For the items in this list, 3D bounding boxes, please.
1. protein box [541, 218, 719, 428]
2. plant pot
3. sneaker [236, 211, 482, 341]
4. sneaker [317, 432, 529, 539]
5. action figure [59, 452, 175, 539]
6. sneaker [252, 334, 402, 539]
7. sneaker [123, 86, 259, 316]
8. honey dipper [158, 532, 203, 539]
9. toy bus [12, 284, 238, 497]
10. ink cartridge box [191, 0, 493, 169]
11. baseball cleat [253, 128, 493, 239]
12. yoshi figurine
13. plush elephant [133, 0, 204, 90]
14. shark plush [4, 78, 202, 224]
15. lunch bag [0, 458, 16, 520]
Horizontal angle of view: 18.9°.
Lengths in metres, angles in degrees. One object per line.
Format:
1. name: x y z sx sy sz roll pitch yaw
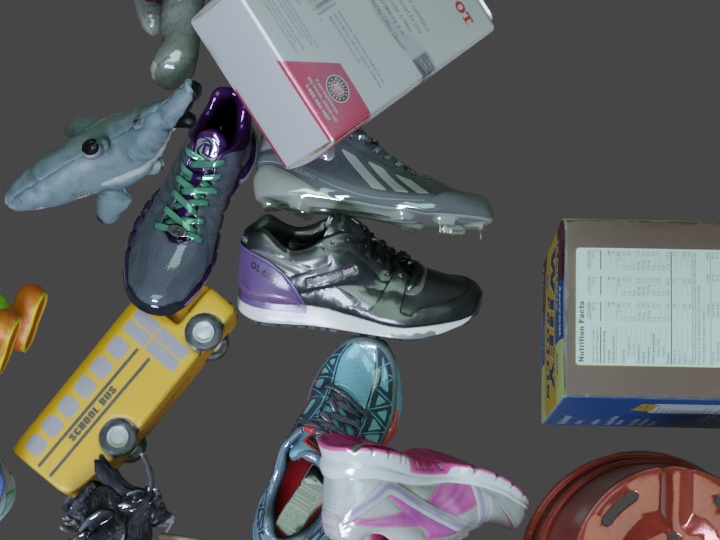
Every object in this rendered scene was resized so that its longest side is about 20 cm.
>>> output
1. protein box: 0.245 0.046 1.677 0.198 0.199 0.136 1 80 1
2. plant pot: 0.225 0.229 1.648 0.199 0.195 0.203 0 80 0
3. sneaker: 0.000 0.000 1.731 0.198 0.076 0.088 3 117 0
4. sneaker: 0.043 0.185 1.690 0.199 0.081 0.089 14 90 -32
5. action figure: -0.196 0.224 1.682 0.200 0.102 0.119 -48 54 24
6. sneaker: -0.022 0.142 1.714 0.079 0.096 0.201 22 81 5
7. sneaker: -0.138 -0.063 1.723 0.074 0.088 0.201 16 58 6
8. honey dipper: -0.156 0.311 1.720 0.038 0.038 0.202 7 83 2
9. toy bus: -0.184 0.092 1.741 0.078 0.065 0.200 38 83 8
10. ink cartridge box: -0.011 -0.196 1.728 0.200 0.083 0.147 -37 95 -33
11. baseball cleat: 0.013 -0.085 1.766 0.198 0.070 0.107 6 81 1
12. yoshi figurine: -0.354 -0.002 1.743 0.199 0.113 0.113 22 65 6
13. plush elephant: -0.193 -0.279 1.759 0.154 0.165 0.201 9 51 -11
14. shark plush: -0.194 -0.090 1.724 0.199 0.083 0.092 -14 87 38
15. lunch bag: -0.371 0.153 1.668 0.160 0.076 0.200 -40 81 -4
